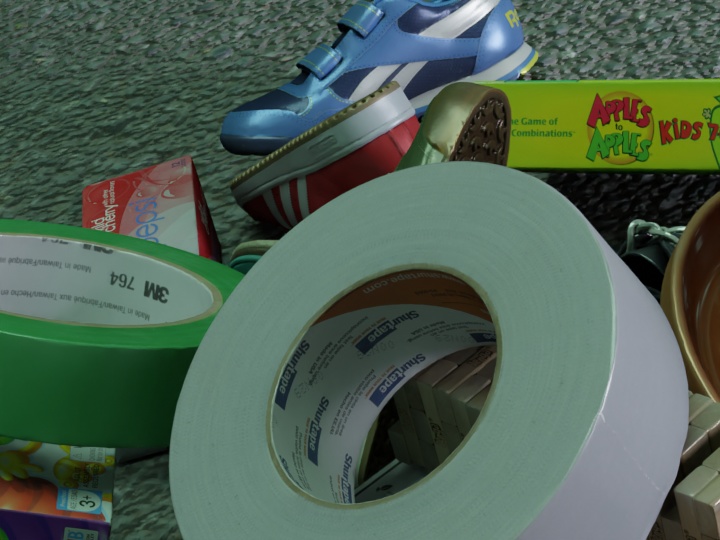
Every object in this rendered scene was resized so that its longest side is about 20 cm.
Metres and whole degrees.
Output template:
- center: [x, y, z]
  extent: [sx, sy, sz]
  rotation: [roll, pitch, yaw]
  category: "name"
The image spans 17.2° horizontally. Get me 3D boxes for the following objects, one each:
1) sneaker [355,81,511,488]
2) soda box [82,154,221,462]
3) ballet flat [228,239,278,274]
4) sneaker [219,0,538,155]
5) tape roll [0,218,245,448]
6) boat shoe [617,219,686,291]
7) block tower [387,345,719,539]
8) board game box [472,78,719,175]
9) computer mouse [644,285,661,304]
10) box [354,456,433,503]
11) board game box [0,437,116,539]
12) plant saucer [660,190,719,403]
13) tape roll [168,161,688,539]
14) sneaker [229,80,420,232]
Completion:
- center: [0.000, 0.000, 1.127]
  extent: [0.090, 0.201, 0.067]
  rotation: [17, 0, 29]
  category: "sneaker"
- center: [-0.109, 0.016, 1.271]
  extent: [0.070, 0.064, 0.200]
  rotation: [-16, 30, 2]
  category: "soda box"
- center: [0.021, 0.025, 1.198]
  extent: [0.199, 0.068, 0.062]
  rotation: [23, 41, 35]
  category: "ballet flat"
- center: [0.004, -0.124, 1.417]
  extent: [0.199, 0.083, 0.074]
  rotation: [-22, 15, -12]
  category: "sneaker"
- center: [-0.138, 0.025, 1.081]
  extent: [0.199, 0.048, 0.200]
  rotation: [9, 13, -2]
  category: "tape roll"
- center: [0.152, 0.003, 1.139]
  extent: [0.200, 0.063, 0.073]
  rotation: [-44, 12, -36]
  category: "boat shoe"
- center: [0.093, 0.072, 0.962]
  extent: [0.054, 0.058, 0.199]
  rotation: [-36, 35, -31]
  category: "block tower"
- center: [0.168, -0.075, 1.250]
  extent: [0.199, 0.048, 0.101]
  rotation: [2, 1, 30]
  category: "board game box"
- center: [0.169, 0.047, 1.026]
  extent: [0.199, 0.034, 0.059]
  rotation: [15, 42, -12]
  category: "computer mouse"
- center: [0.042, 0.131, 1.004]
  extent: [0.200, 0.060, 0.116]
  rotation: [-35, 35, -28]
  category: "box"
- center: [-0.213, 0.111, 1.051]
  extent: [0.199, 0.105, 0.103]
  rotation: [7, 30, -8]
  category: "board game box"
- center: [0.219, 0.041, 1.004]
  extent: [0.199, 0.032, 0.201]
  rotation: [10, 48, -12]
  category: "plant saucer"
- center: [0.024, 0.059, 0.925]
  extent: [0.199, 0.066, 0.201]
  rotation: [-19, 51, 25]
  category: "tape roll"
- center: [-0.003, -0.026, 1.300]
  extent: [0.071, 0.113, 0.200]
  rotation: [-32, 3, -21]
  category: "sneaker"
